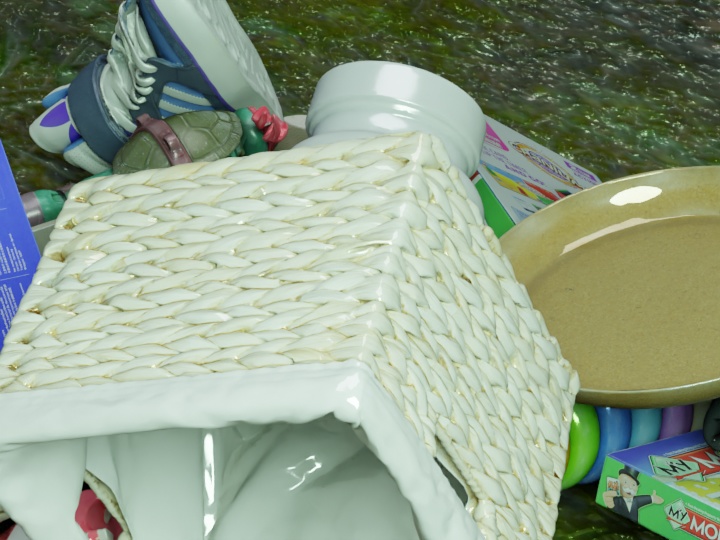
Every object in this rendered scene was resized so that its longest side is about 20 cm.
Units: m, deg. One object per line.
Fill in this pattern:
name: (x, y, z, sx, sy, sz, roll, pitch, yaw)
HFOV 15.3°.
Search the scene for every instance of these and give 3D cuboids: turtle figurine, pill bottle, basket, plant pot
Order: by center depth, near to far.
basket: (-0.032, 0.066, 1.161, 0.200, 0.198, 0.161, -9, 45, 26)
plant pot: (0.150, 0.011, 1.307, 0.200, 0.028, 0.200, -10, 31, 6)
pill bottle: (0.000, 0.000, 1.376, 0.116, 0.116, 0.200, 8, 63, 12)
turtle figurine: (-0.110, -0.044, 1.568, 0.200, 0.101, 0.150, -23, 21, -20)

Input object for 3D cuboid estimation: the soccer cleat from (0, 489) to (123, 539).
soccer cleat: (-0.149, 0.172, 1.205, 0.076, 0.067, 0.200, -22, 27, 20)

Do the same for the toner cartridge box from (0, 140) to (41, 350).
toner cartridge box: (-0.207, 0.020, 1.370, 0.095, 0.043, 0.200, -13, 71, -24)

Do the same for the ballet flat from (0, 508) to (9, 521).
ballet flat: (-0.166, 0.086, 1.285, 0.200, 0.067, 0.064, -28, 31, -29)

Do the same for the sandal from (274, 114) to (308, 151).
sandal: (0.003, -0.059, 1.645, 0.080, 0.054, 0.200, -12, 31, -24)

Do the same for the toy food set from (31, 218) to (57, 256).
toy food set: (-0.265, -0.037, 1.486, 0.143, 0.060, 0.200, -21, 35, -28)

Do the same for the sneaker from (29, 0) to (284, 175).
sneaker: (-0.139, -0.110, 1.610, 0.146, 0.200, 0.081, -21, 65, 7)

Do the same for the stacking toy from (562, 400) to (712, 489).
stacking toy: (0.090, 0.078, 1.327, 0.085, 0.085, 0.200, 24, 27, 37)

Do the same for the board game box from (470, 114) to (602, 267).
board game box: (0.104, -0.020, 1.496, 0.153, 0.040, 0.200, 26, 19, -31)

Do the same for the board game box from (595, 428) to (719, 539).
board game box: (0.230, 0.110, 1.316, 0.134, 0.029, 0.200, 26, 24, 38)

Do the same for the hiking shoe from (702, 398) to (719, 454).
hiking shoe: (0.205, 0.051, 1.297, 0.101, 0.076, 0.200, -2, 29, -26)
